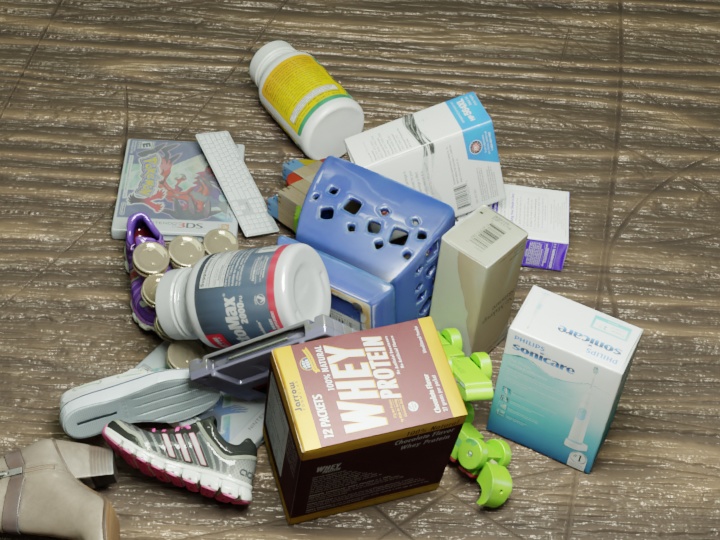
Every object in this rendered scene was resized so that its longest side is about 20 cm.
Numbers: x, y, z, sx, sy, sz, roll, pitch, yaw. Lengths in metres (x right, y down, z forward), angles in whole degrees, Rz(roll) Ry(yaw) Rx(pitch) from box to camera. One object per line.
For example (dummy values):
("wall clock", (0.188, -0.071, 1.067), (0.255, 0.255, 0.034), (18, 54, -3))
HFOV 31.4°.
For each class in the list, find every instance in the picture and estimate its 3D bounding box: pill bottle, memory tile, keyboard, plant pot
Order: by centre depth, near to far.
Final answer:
("pill bottle", (-0.148, 0.035, 1.585), (0.199, 0.120, 0.120), (-6, 40, 28))
("memory tile", (-0.209, 0.039, 1.691), (0.152, 0.017, 0.201), (-13, 65, -24))
("plant pot", (0.000, 0.000, 1.698), (0.199, 0.201, 0.180), (24, 56, 18))
("keyboard", (-0.184, -0.130, 1.895), (0.056, 0.011, 0.201), (-6, 55, -36))
("pill bottle", (-0.090, -0.270, 1.997), (0.112, 0.113, 0.200), (-23, 52, -24))

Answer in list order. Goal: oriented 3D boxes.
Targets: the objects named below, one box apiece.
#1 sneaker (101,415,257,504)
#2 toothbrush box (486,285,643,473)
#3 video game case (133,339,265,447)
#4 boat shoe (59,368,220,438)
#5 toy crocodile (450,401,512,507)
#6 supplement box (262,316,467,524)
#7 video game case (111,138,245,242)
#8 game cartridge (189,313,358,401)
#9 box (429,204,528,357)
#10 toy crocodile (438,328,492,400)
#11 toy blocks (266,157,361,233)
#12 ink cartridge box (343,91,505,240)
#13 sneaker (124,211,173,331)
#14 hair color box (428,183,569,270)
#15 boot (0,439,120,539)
("sneaker", (-0.211, 0.212, 1.544), (0.198, 0.074, 0.088), (19, 68, 6))
("toothbrush box", (0.249, 0.137, 1.581), (0.145, 0.201, 0.085), (22, 49, 16))
("video game case", (-0.180, 0.143, 1.660), (0.199, 0.022, 0.182), (29, 51, 21))
("boat shoe", (-0.275, 0.148, 1.583), (0.198, 0.074, 0.067), (-9, 35, -17))
("toy crocodile", (0.124, 0.211, 1.601), (0.067, 0.062, 0.200), (11, 30, -48))
("supplement box", (-0.001, 0.178, 1.506), (0.196, 0.201, 0.134), (-11, 59, -15))
("video game case", (-0.268, -0.120, 1.901), (0.181, 0.023, 0.201), (2, 46, -3))
("game cartridge", (-0.090, 0.110, 1.542), (0.199, 0.129, 0.039), (-20, 59, 27))
("box", (0.150, 0.025, 1.678), (0.078, 0.201, 0.095), (34, 53, 25))
("toy crocodile", (0.110, 0.121, 1.622), (0.067, 0.062, 0.200), (-4, 21, -23))
("toy blocks", (-0.059, -0.119, 1.879), (0.199, 0.101, 0.136), (-28, 44, -32))
("ink cartridge box", (0.090, -0.142, 1.787), (0.199, 0.147, 0.085), (-19, 44, -3))
("sneaker", (-0.288, 0.001, 1.741), (0.080, 0.084, 0.201), (-19, 50, -13))
("hair color box", (0.202, -0.070, 1.867), (0.198, 0.065, 0.110), (9, 47, 2))
("boot", (-0.357, 0.285, 1.488), (0.145, 0.071, 0.201), (-8, 46, -4))
